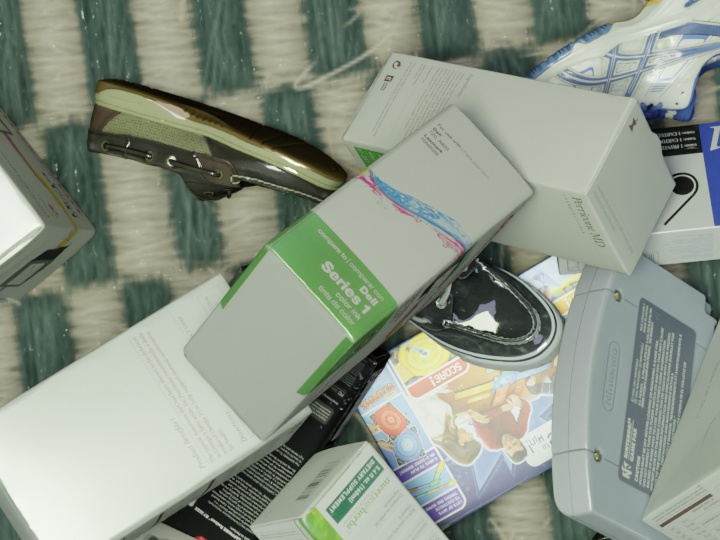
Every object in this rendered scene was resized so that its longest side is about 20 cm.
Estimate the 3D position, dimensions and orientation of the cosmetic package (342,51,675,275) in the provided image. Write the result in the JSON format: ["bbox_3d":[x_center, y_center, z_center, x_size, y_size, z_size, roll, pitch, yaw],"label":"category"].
[{"bbox_3d":[0.103,-0.076,1.488,0.200,0.108,0.085,15,66,35],"label":"cosmetic package"}]

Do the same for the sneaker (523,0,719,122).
[{"bbox_3d":[0.197,-0.136,1.543,0.200,0.075,0.088,-30,85,5],"label":"sneaker"}]

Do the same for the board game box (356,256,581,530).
[{"bbox_3d":[0.104,0.087,1.575,0.200,0.034,0.135,-30,88,5],"label":"board game box"}]

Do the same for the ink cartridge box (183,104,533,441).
[{"bbox_3d":[0.000,0.000,1.392,0.084,0.145,0.200,47,50,5],"label":"ink cartridge box"}]

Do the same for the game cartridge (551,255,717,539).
[{"bbox_3d":[0.188,0.090,1.492,0.133,0.042,0.200,27,61,-33],"label":"game cartridge"}]

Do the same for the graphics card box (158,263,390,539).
[{"bbox_3d":[-0.083,0.109,1.565,0.125,0.051,0.200,34,104,9],"label":"graphics card box"}]

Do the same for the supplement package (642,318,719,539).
[{"bbox_3d":[0.301,0.093,1.450,0.111,0.156,0.200,33,55,-8],"label":"supplement package"}]

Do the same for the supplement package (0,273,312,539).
[{"bbox_3d":[-0.151,0.110,1.456,0.200,0.117,0.117,-32,85,-15],"label":"supplement package"}]

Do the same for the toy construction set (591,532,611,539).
[{"bbox_3d":[0.184,0.258,1.552,0.200,0.092,0.131,-33,113,11],"label":"toy construction set"}]

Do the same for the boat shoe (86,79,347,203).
[{"bbox_3d":[-0.107,-0.082,1.575,0.200,0.073,0.065,22,103,16],"label":"boat shoe"}]

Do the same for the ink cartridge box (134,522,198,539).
[{"bbox_3d":[-0.142,0.269,1.539,0.200,0.083,0.147,23,111,14],"label":"ink cartridge box"}]

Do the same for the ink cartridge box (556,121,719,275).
[{"bbox_3d":[0.235,-0.055,1.538,0.200,0.044,0.094,-5,56,4],"label":"ink cartridge box"}]

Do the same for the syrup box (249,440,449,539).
[{"bbox_3d":[0.025,0.221,1.500,0.200,0.081,0.079,50,59,-12],"label":"syrup box"}]

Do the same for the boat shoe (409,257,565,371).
[{"bbox_3d":[0.052,0.007,1.535,0.200,0.068,0.072,30,84,21],"label":"boat shoe"}]

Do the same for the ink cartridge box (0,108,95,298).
[{"bbox_3d":[-0.275,-0.060,1.520,0.086,0.200,0.148,-38,88,3],"label":"ink cartridge box"}]
